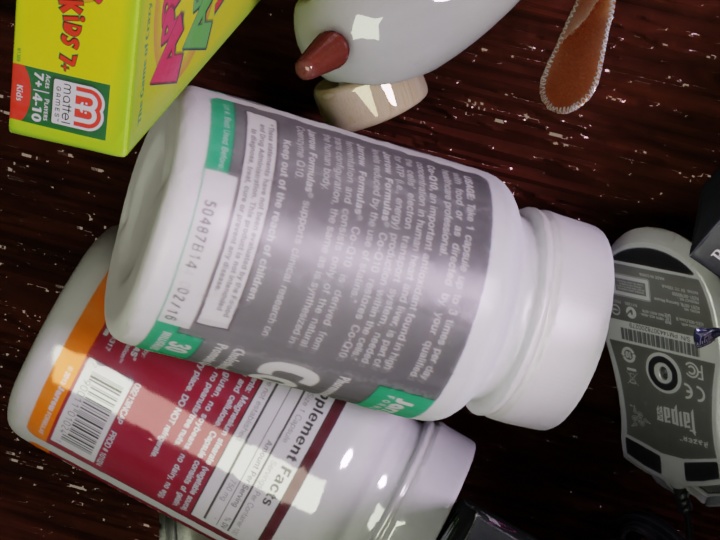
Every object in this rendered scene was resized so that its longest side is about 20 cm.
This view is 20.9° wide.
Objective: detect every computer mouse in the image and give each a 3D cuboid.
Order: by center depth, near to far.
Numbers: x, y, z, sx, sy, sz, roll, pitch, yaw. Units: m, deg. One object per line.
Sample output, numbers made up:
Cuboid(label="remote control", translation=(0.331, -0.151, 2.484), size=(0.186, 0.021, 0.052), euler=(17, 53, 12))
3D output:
Cuboid(label="computer mouse", translation=(0.156, 0.070, 0.890), size=(0.110, 0.044, 0.200), euler=(15, 121, 45))

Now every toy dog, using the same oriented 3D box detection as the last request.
Cuboid(label="toy dog", translation=(0.044, -0.118, 0.805), size=(0.200, 0.096, 0.132), euler=(-37, 103, 27))

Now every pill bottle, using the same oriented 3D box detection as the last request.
Cuboid(label="pill bottle", translation=(0.000, 0.000, 0.842), size=(0.200, 0.113, 0.113), euler=(15, 120, -15))
Cuboid(label="pill bottle", translation=(-0.053, 0.071, 0.914), size=(0.200, 0.113, 0.113), euler=(29, 119, -1))

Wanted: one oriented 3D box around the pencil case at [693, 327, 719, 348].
Cuboid(label="pencil case", translation=(0.195, 0.108, 0.759), size=(0.091, 0.094, 0.200), euler=(-13, 90, 14))

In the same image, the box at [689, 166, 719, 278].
Cuboid(label="box", translation=(0.251, -0.050, 0.798), size=(0.141, 0.079, 0.200), euler=(36, 119, -2))

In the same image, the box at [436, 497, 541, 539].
Cuboid(label="box", translation=(0.079, 0.189, 0.851), size=(0.148, 0.200, 0.124), euler=(30, 87, 3))

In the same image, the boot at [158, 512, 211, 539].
Cuboid(label="boot", translation=(-0.011, 0.172, 0.987), size=(0.130, 0.068, 0.200), euler=(-17, 118, 17))

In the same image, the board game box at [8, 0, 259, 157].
Cuboid(label="board game box", translation=(-0.077, -0.132, 0.770), size=(0.048, 0.200, 0.102), euler=(13, 118, 7))
